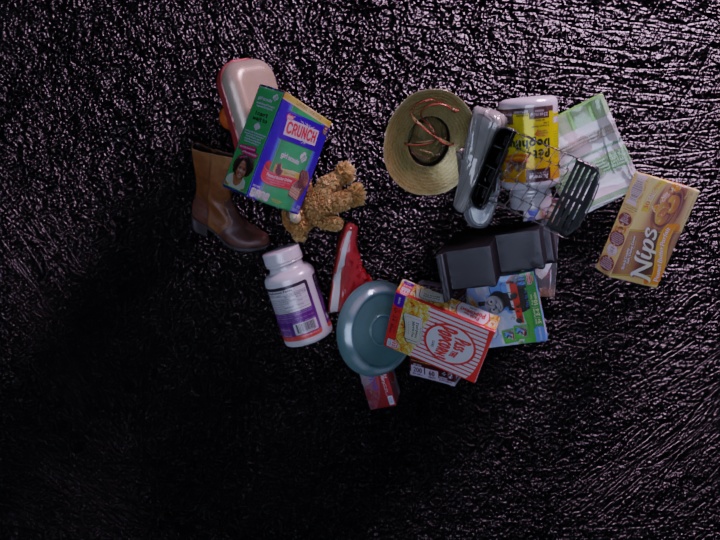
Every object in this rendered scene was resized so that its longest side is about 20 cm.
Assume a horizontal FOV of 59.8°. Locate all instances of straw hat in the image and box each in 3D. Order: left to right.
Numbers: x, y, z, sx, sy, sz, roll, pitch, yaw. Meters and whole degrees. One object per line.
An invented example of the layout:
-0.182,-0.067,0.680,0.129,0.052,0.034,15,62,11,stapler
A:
0.129,-0.255,1.213,0.198,0.085,0.204,-3,116,-7,straw hat

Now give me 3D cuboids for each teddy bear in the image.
-0.082,-0.142,1.288,0.197,0.067,0.147,-12,97,15,teddy bear

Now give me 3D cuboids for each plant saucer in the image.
0.041,0.122,1.301,0.198,0.027,0.203,-3,95,-33,plant saucer

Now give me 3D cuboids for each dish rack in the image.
0.309,-0.151,1.104,0.198,0.054,0.155,28,119,18,dish rack

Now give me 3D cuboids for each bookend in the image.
0.263,-0.023,1.186,0.197,0.199,0.093,-8,103,20,bookend

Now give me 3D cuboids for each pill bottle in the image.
-0.139,0.050,1.332,0.110,0.112,0.202,-14,102,13,pill bottle
0.316,-0.220,1.174,0.108,0.109,0.203,-4,106,10,pill bottle

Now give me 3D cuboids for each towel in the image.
0.437,-0.217,1.209,0.148,0.031,0.202,-25,100,14,towel

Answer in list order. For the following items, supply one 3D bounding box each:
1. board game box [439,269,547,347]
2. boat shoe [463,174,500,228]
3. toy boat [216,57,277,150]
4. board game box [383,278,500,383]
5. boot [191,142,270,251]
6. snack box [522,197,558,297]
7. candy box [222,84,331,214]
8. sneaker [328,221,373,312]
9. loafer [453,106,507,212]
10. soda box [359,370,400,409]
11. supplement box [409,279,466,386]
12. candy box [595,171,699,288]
0.274,0.084,1.302,0.198,0.037,0.153,-10,104,22,board game box
0.240,-0.181,1.231,0.073,0.065,0.205,9,107,6,boat shoe
-0.233,-0.313,1.257,0.130,0.130,0.202,-4,107,41,toy boat
0.154,0.118,1.215,0.198,0.046,0.153,21,133,13,board game box
-0.264,-0.151,1.297,0.187,0.069,0.202,24,127,15,boot
0.363,-0.046,1.270,0.071,0.024,0.203,2,106,12,snack box
-0.155,-0.226,1.200,0.076,0.169,0.202,22,94,29,candy box
0.000,0.000,1.328,0.114,0.079,0.202,9,114,-6,sneaker
0.210,-0.205,1.170,0.069,0.070,0.202,30,120,24,loafer
0.029,0.195,1.367,0.063,0.070,0.202,-12,104,16,soda box
0.161,0.129,1.306,0.108,0.061,0.203,9,114,29,supplement box
0.548,-0.076,1.200,0.114,0.055,0.202,12,109,-16,candy box
